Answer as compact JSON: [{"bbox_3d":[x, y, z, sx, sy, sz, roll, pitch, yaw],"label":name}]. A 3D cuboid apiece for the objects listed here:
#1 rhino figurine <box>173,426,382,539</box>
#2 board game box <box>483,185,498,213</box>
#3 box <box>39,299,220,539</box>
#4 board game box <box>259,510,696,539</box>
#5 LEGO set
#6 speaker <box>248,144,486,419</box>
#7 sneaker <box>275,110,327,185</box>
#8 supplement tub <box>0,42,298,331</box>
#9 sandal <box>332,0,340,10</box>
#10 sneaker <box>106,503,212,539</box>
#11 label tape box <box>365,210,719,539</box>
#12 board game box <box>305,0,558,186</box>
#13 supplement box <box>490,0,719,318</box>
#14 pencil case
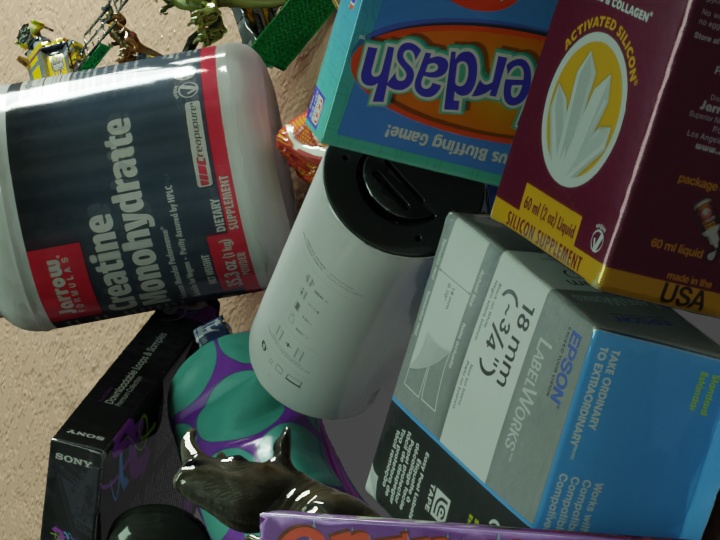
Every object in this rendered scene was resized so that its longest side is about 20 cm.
[{"bbox_3d":[-0.016,0.135,1.259,0.200,0.087,0.060,40,129,30],"label":"rhino figurine"},{"bbox_3d":[0.066,0.014,1.338,0.103,0.019,0.200,-57,34,39],"label":"board game box"},{"bbox_3d":[-0.129,0.114,1.514,0.200,0.036,0.143,-58,-21,-64],"label":"box"},{"bbox_3d":[0.050,0.166,1.150,0.199,0.032,0.121,1,86,23],"label":"board game box"},{"bbox_3d":[-0.111,-0.164,1.614,0.200,0.153,0.116,-56,34,31],"label":"LEGO set"},{"bbox_3d":[0.000,0.000,1.341,0.200,0.081,0.082,115,155,-62],"label":"speaker"},{"bbox_3d":[0.016,-0.072,1.407,0.077,0.073,0.200,-50,14,-20],"label":"sneaker"},{"bbox_3d":[-0.141,-0.043,1.530,0.140,0.199,0.141,-11,-90,-87],"label":"supplement tub"},{"bbox_3d":[0.011,-0.148,1.379,0.200,0.080,0.054,-139,49,-62],"label":"sandal"},{"bbox_3d":[-0.085,0.220,1.416,0.089,0.074,0.201,-82,-23,-80],"label":"sneaker"},{"bbox_3d":[0.089,0.077,1.190,0.200,0.063,0.145,41,119,54],"label":"label tape box"},{"bbox_3d":[0.075,-0.138,1.222,0.045,0.152,0.201,-123,47,-70],"label":"board game box"},{"bbox_3d":[0.140,-0.093,1.160,0.110,0.085,0.201,37,113,61],"label":"supplement box"},{"bbox_3d":[-0.039,0.112,1.431,0.092,0.085,0.200,-36,39,6],"label":"pencil case"}]
